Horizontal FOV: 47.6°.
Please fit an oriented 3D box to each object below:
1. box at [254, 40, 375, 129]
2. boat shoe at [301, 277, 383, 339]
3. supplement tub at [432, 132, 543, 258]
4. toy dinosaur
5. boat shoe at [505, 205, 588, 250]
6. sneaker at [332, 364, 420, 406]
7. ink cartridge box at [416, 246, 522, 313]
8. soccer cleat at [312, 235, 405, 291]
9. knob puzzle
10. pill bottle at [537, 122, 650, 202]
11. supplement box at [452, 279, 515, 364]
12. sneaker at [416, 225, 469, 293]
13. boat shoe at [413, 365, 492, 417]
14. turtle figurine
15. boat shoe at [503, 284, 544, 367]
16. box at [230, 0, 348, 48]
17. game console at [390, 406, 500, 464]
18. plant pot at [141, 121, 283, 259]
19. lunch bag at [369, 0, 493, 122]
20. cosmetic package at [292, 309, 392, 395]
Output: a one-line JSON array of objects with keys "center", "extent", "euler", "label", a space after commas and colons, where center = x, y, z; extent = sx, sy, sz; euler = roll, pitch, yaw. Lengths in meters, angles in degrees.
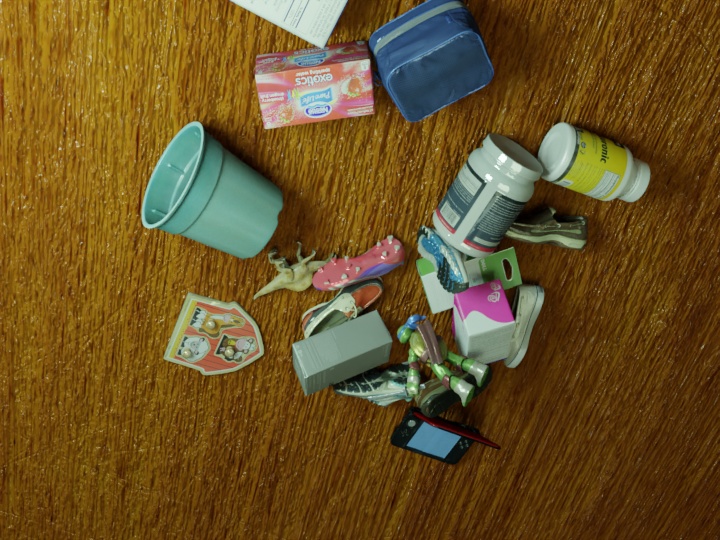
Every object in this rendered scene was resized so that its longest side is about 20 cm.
[{"center": [-0.077, -0.318, 1.399], "extent": [0.196, 0.096, 0.101], "euler": [-8, 125, 0], "label": "box"}, {"center": [-0.035, 0.081, 1.692], "extent": [0.198, 0.063, 0.072], "euler": [-30, 121, 10], "label": "boat shoe"}, {"center": [0.238, -0.139, 1.539], "extent": [0.138, 0.141, 0.202], "euler": [21, 118, -21], "label": "supplement tub"}, {"center": [-0.144, 0.006, 1.630], "extent": [0.197, 0.059, 0.102], "euler": [-24, 125, 8], "label": "toy dinosaur"}, {"center": [0.365, -0.096, 1.637], "extent": [0.198, 0.075, 0.076], "euler": [7, 109, -20], "label": "boat shoe"}, {"center": [0.035, 0.269, 1.819], "extent": [0.196, 0.078, 0.088], "euler": [-1, 127, -7], "label": "sneaker"}, {"center": [0.223, 0.005, 1.680], "extent": [0.196, 0.060, 0.105], "euler": [-18, 126, 5], "label": "ink cartridge box"}, {"center": [0.000, 0.000, 1.630], "extent": [0.197, 0.067, 0.077], "euler": [-26, 141, -8], "label": "soccer cleat"}, {"center": [-0.296, 0.151, 1.719], "extent": [0.215, 0.031, 0.223], "euler": [-4, 123, -6], "label": "knob puzzle"}, {"center": [0.445, -0.198, 1.550], "extent": [0.197, 0.112, 0.112], "euler": [16, 120, -19], "label": "pill bottle"}, {"center": [0.249, 0.115, 1.681], "extent": [0.101, 0.103, 0.201], "euler": [-15, 154, -1], "label": "supplement box"}, {"center": [0.180, -0.028, 1.575], "extent": [0.085, 0.201, 0.076], "euler": [-2, 125, -17], "label": "sneaker"}, {"center": [0.204, 0.253, 1.827], "extent": [0.197, 0.074, 0.077], "euler": [-20, 126, -25], "label": "boat shoe"}, {"center": [0.149, 0.205, 1.654], "extent": [0.192, 0.143, 0.203], "euler": [28, 104, 21], "label": "turtle figurine"}, {"center": [0.333, 0.119, 1.768], "extent": [0.068, 0.071, 0.203], "euler": [10, 119, -8], "label": "boat shoe"}, {"center": [-0.104, -0.488, 1.282], "extent": [0.197, 0.106, 0.185], "euler": [23, 117, -20], "label": "box"}, {"center": [0.194, 0.406, 1.905], "extent": [0.197, 0.119, 0.174], "euler": [22, 117, -21], "label": "game console"}, {"center": [-0.255, -0.126, 1.456], "extent": [0.194, 0.202, 0.201], "euler": [29, 116, -32], "label": "plant pot"}, {"center": [0.110, -0.361, 1.383], "extent": [0.197, 0.134, 0.136], "euler": [-25, 142, 10], "label": "lunch bag"}, {"center": [-0.038, 0.170, 1.688], "extent": [0.197, 0.091, 0.107], "euler": [-19, 152, -12], "label": "cosmetic package"}]
